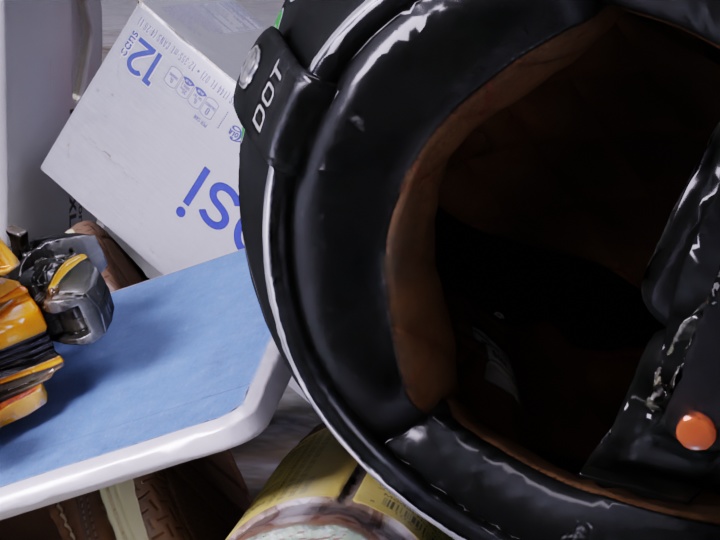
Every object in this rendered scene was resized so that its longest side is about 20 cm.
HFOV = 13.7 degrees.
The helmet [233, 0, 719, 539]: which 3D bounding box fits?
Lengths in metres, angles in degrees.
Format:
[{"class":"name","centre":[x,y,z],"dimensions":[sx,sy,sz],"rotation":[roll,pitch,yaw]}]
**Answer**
[{"class":"helmet","centre":[0.071,-0.019,0.728],"dimensions":[0.198,0.202,0.191],"rotation":[6,12,12]}]

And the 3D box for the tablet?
[{"class":"tablet","centre":[-0.105,0.043,0.784],"dimensions":[0.199,0.014,0.130],"rotation":[-17,19,15]}]

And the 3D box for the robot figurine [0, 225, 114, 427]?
[{"class":"robot figurine","centre":[-0.152,0.019,0.793],"dimensions":[0.145,0.058,0.200],"rotation":[-34,21,-25]}]

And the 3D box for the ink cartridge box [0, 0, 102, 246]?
[{"class":"ink cartridge box","centre":[-0.191,-0.080,0.978],"dimensions":[0.198,0.146,0.083],"rotation":[3,10,14]}]

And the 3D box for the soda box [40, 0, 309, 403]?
[{"class":"soda box","centre":[0.000,0.000,0.926],"dimensions":[0.200,0.068,0.063],"rotation":[40,22,15]}]

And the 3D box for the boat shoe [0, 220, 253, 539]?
[{"class":"boat shoe","centre":[-0.079,0.060,0.859],"dimensions":[0.075,0.075,0.202],"rotation":[-37,22,6]}]

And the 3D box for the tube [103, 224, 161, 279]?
[{"class":"tube","centre":[-0.007,0.005,1.071],"dimensions":[0.199,0.050,0.078],"rotation":[22,23,-48]}]

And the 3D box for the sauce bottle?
[{"class":"sauce bottle","centre":[0.003,0.072,0.788],"dimensions":[0.064,0.065,0.200],"rotation":[5,10,9]}]
